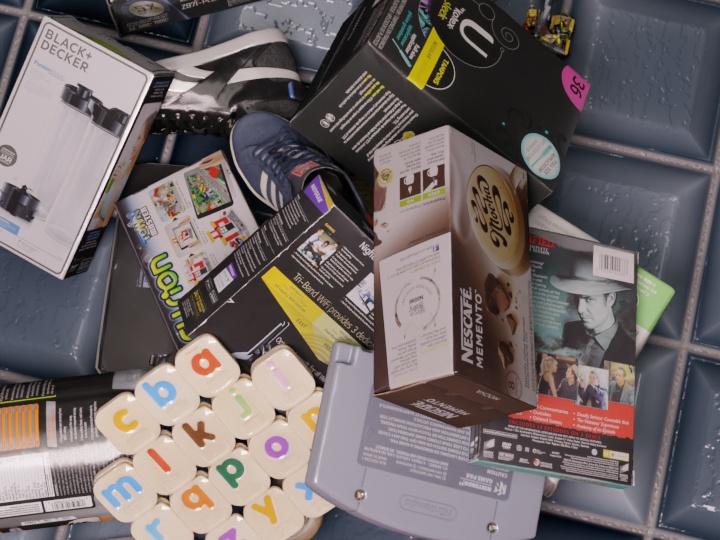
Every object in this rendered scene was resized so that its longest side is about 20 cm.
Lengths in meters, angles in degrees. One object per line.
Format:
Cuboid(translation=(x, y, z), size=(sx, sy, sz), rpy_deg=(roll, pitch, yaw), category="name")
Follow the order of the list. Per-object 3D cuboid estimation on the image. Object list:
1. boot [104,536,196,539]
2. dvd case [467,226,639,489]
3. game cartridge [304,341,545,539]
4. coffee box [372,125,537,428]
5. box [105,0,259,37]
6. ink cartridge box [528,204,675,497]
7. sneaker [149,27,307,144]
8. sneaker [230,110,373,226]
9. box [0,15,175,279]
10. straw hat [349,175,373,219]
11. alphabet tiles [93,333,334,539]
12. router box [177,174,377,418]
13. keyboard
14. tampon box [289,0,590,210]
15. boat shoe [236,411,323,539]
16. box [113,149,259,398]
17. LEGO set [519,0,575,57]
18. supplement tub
Cuboid(translation=(-0.223, 0.280, 1.440), size=(0.197, 0.073, 0.092), rpy_deg=(-6, 98, -7), category="boot")
Cuboid(translation=(0.159, 0.068, 1.394), size=(0.144, 0.022, 0.203), rpy_deg=(11, 72, -21), category="dvd case")
Cuboid(translation=(0.056, 0.145, 1.366), size=(0.198, 0.040, 0.135), rpy_deg=(17, 74, -19), category="game cartridge")
Cuboid(translation=(0.072, 0.007, 1.324), size=(0.079, 0.113, 0.202), rpy_deg=(-17, 62, 36), category="coffee box")
Cuboid(translation=(-0.153, -0.328, 1.590), size=(0.198, 0.086, 0.166), rpy_deg=(-14, 75, -4), category="box")
Cuboid(translation=(0.156, 0.070, 1.477), size=(0.145, 0.084, 0.201), rpy_deg=(32, 77, 8), category="ink cartridge box")
Cuboid(translation=(-0.140, -0.136, 1.542), size=(0.198, 0.073, 0.113), rpy_deg=(-22, 74, -7), category="sneaker")
Cuboid(translation=(-0.047, -0.077, 1.445), size=(0.075, 0.085, 0.200), rpy_deg=(-36, 62, -11), category="sneaker")
Cuboid(translation=(-0.258, -0.109, 1.502), size=(0.116, 0.060, 0.202), rpy_deg=(29, 102, 8), category="box")
Cuboid(translation=(0.000, 0.000, 1.497), size=(0.198, 0.085, 0.204), rpy_deg=(0, 75, 1), category="straw hat")
Cuboid(translation=(-0.111, 0.148, 1.374), size=(0.199, 0.015, 0.196), rpy_deg=(-35, 117, 9), category="alphabet tiles")
Cuboid(translation=(-0.024, 0.043, 1.383), size=(0.157, 0.200, 0.052), rpy_deg=(-40, 34, 9), category="router box")
Cuboid(translation=(-0.163, 0.002, 1.533), size=(0.125, 0.021, 0.203), rpy_deg=(5, 75, 8), category="keyboard")
Cuboid(translation=(0.071, -0.142, 1.458), size=(0.199, 0.126, 0.151), rpy_deg=(37, 47, -13), category="tampon box")
Cuboid(translation=(-0.078, 0.140, 1.468), size=(0.073, 0.066, 0.202), rpy_deg=(-22, 73, 5), category="boat shoe")
Cuboid(translation=(-0.128, 0.000, 1.476), size=(0.109, 0.035, 0.201), rpy_deg=(-26, 58, -2), category="box")
Cuboid(translation=(0.106, -0.260, 1.552), size=(0.198, 0.116, 0.155), rpy_deg=(21, 76, 6), category="LEGO set")
Cuboid(translation=(-0.265, 0.153, 1.438), size=(0.197, 0.123, 0.124), rpy_deg=(-6, 74, -1), category="supplement tub")
